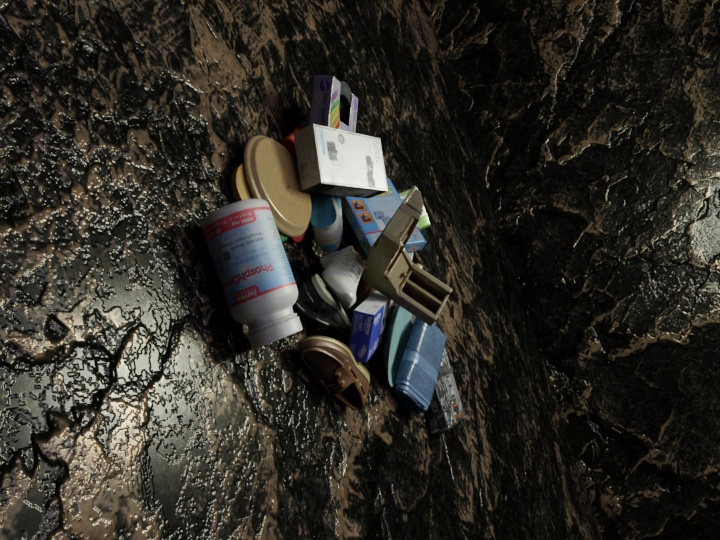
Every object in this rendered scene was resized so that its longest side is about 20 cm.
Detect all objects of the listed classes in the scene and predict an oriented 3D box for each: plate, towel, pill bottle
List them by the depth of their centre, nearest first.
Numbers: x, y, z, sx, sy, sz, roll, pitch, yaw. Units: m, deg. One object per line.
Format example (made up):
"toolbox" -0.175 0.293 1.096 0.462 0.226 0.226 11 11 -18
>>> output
"pill bottle" -0.156 0.006 0.846 0.108 0.107 0.205 -14 83 -65
"plate" 0.079 0.152 1.255 0.200 0.025 0.207 9 89 -73
"towel" 0.135 0.214 1.304 0.112 0.048 0.203 46 50 -31

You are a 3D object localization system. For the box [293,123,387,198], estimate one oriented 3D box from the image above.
"box" -0.035 -0.214 1.135 0.197 0.059 0.120 -1 80 -48

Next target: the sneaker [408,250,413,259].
"sneaker" 0.071 -0.047 1.354 0.072 0.117 0.204 9 49 -14

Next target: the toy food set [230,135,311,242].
"toy food set" -0.154 -0.148 1.045 0.198 0.048 0.204 48 32 -40

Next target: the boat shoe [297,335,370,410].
"boat shoe" -0.041 0.181 0.997 0.200 0.070 0.069 49 29 -43

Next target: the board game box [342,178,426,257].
"board game box" 0.043 -0.124 1.299 0.148 0.037 0.203 -9 57 -30

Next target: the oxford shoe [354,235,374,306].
"oxford shoe" 0.000 0.000 1.259 0.070 0.072 0.204 23 46 -17

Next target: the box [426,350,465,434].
"box" 0.196 0.290 1.436 0.157 0.049 0.206 3 69 -65

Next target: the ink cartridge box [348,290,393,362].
"ink cartridge box" 0.024 0.106 1.146 0.200 0.043 0.097 -33 134 -73

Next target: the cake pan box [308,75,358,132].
"cake pan box" -0.059 -0.307 1.246 0.184 0.051 0.207 -2 98 -75

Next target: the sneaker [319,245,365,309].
"sneaker" -0.030 0.002 1.078 0.071 0.079 0.201 56 5 -24

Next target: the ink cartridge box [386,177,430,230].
"ink cartridge box" 0.088 -0.186 1.462 0.205 0.074 0.147 70 -19 0

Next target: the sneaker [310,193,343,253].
"sneaker" -0.072 -0.123 1.184 0.203 0.074 0.082 -89 171 -48

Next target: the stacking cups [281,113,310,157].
"stacking cups" -0.114 -0.292 1.228 0.061 0.059 0.201 58 27 -21

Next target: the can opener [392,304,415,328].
"can opener" 0.119 0.134 1.395 0.199 0.052 0.068 36 42 -51

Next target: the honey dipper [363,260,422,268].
"honey dipper" 0.042 -0.009 1.217 0.194 0.038 0.039 7 55 -16

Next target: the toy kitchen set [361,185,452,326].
"toy kitchen set" 0.126 -0.038 1.114 0.178 0.201 0.165 33 64 4

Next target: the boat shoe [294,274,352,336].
"boat shoe" -0.067 0.075 1.048 0.072 0.067 0.201 55 0 31
